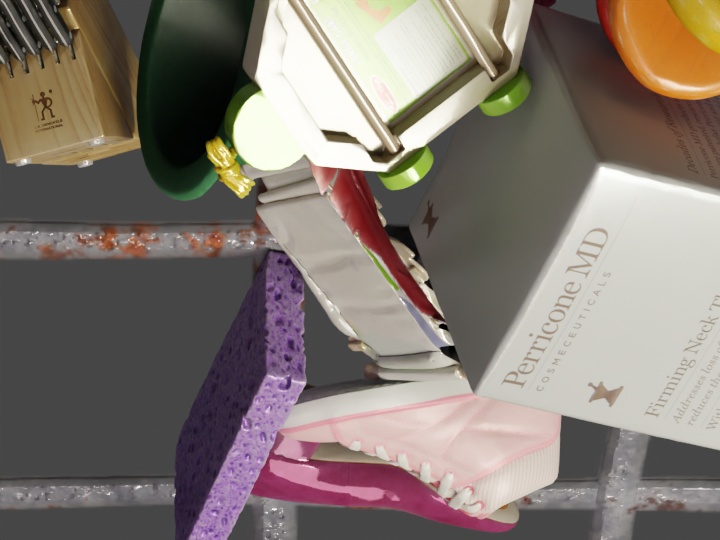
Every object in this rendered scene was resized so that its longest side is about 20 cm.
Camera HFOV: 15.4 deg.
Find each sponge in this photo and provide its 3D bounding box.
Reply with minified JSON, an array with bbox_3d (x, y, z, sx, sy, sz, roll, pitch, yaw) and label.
[{"bbox_3d":[-0.082,0.095,1.763,0.030,0.112,0.201,12,133,-16],"label":"sponge"}]

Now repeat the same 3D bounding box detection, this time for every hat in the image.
[{"bbox_3d":[-0.022,-0.106,1.550,0.175,0.166,0.201,8,116,-27],"label":"hat"}]

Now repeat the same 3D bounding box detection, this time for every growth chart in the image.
[{"bbox_3d":[0.000,0.000,1.662,0.144,0.018,0.201,4,134,52],"label":"growth chart"}]

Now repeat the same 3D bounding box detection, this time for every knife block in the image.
[{"bbox_3d":[-0.185,-0.153,1.562,0.064,0.177,0.200,-13,179,12],"label":"knife block"}]

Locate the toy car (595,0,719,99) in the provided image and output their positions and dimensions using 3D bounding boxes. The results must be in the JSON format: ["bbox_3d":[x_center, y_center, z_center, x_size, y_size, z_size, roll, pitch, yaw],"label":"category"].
[{"bbox_3d":[0.198,-0.178,1.460,0.175,0.201,0.150,34,143,-10],"label":"toy car"}]

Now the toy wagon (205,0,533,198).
[{"bbox_3d":[-0.003,-0.117,1.430,0.200,0.040,0.156,-37,119,-4],"label":"toy wagon"}]

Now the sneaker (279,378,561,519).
[{"bbox_3d":[0.043,0.120,1.776,0.199,0.075,0.106,-7,94,-11],"label":"sneaker"}]

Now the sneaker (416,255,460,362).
[{"bbox_3d":[0.081,-0.016,1.674,0.066,0.091,0.201,11,133,-14],"label":"sneaker"}]

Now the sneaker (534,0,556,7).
[{"bbox_3d":[0.046,-0.203,1.504,0.199,0.088,0.082,8,109,-36],"label":"sneaker"}]

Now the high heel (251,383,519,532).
[{"bbox_3d":[0.008,0.153,1.852,0.199,0.068,0.096,23,126,-19],"label":"high heel"}]

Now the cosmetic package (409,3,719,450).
[{"bbox_3d":[0.162,-0.021,1.520,0.199,0.167,0.168,13,123,-24],"label":"cosmetic package"}]
